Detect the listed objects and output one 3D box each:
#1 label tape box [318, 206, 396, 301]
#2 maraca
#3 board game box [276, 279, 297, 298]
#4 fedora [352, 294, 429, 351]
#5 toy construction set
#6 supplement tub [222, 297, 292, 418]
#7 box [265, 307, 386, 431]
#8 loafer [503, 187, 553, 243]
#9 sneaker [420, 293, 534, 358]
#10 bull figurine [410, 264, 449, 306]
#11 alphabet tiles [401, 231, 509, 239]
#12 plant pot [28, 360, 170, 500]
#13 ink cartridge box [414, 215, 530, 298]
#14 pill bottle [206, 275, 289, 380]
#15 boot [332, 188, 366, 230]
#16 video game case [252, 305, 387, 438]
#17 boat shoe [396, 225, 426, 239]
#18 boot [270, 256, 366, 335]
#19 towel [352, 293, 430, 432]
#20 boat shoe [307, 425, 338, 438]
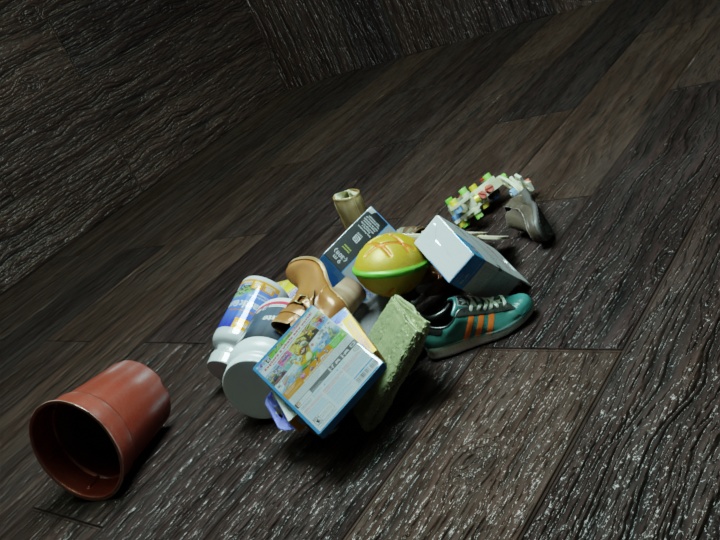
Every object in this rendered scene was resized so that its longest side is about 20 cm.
[{"bbox_3d":[0.000,0.000,1.657,0.200,0.143,0.066,-45,-3,-12],"label":"label tape box"},{"bbox_3d":[0.064,-0.016,1.523,0.135,0.109,0.200,2,15,25],"label":"maraca"},{"bbox_3d":[-0.136,0.065,1.857,0.198,0.041,0.154,-15,25,26],"label":"board game box"},{"bbox_3d":[0.040,0.101,1.525,0.175,0.091,0.200,-6,30,39],"label":"fedora"},{"bbox_3d":[0.267,-0.160,1.847,0.198,0.093,0.131,-22,-3,-9],"label":"toy construction set"},{"bbox_3d":[-0.157,0.155,1.552,0.139,0.142,0.201,-16,24,22],"label":"supplement tub"},{"bbox_3d":[-0.069,0.161,1.366,0.199,0.042,0.119,-37,43,-3],"label":"box"},{"bbox_3d":[0.326,-0.096,1.693,0.070,0.073,0.200,-32,16,13],"label":"loafer"},{"bbox_3d":[0.190,0.075,1.434,0.198,0.081,0.072,-24,22,4],"label":"sneaker"},{"bbox_3d":[0.144,0.006,1.625,0.121,0.066,0.200,-36,-2,26],"label":"bull figurine"},{"bbox_3d":[0.183,-0.068,1.653,0.193,0.015,0.200,2,4,17],"label":"alphabet tiles"},{"bbox_3d":[-0.458,0.276,1.573,0.198,0.203,0.195,-13,17,28],"label":"plant pot"},{"bbox_3d":[0.197,-0.009,1.497,0.067,0.199,0.116,-50,48,14],"label":"ink cartridge box"},{"bbox_3d":[-0.225,0.120,1.708,0.111,0.112,0.202,-7,45,37],"label":"pill bottle"},{"bbox_3d":[-0.005,-0.073,1.800,0.066,0.202,0.175,-32,19,-21],"label":"boot"},{"bbox_3d":[-0.067,0.151,1.334,0.143,0.018,0.199,-47,44,-8],"label":"video game case"},{"bbox_3d":[0.105,-0.043,1.795,0.071,0.076,0.201,-15,26,19],"label":"boat shoe"},{"bbox_3d":[-0.105,0.054,1.536,0.199,0.074,0.154,18,48,43],"label":"boot"},{"bbox_3d":[0.039,0.146,1.381,0.202,0.036,0.148,-61,23,9],"label":"towel"},{"bbox_3d":[-0.055,0.178,1.428,0.075,0.074,0.204,-58,30,30],"label":"boat shoe"}]
